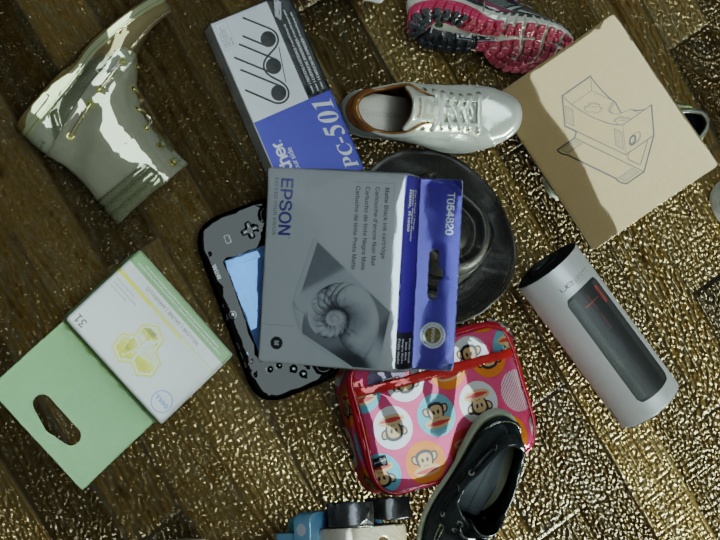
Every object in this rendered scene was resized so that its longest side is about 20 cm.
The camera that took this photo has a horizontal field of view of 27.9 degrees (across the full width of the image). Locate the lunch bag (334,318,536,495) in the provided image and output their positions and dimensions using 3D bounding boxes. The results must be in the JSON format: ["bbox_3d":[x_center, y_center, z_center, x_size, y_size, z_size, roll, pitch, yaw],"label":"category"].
[{"bbox_3d":[0.076,0.133,1.534,0.198,0.082,0.178,-14,87,-18],"label":"lunch bag"}]

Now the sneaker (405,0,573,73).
[{"bbox_3d":[0.144,-0.276,1.577,0.198,0.081,0.075,14,53,-23],"label":"sneaker"}]

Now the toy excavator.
[{"bbox_3d":[-0.069,0.288,1.472,0.194,0.199,0.101,7,76,-52],"label":"toy excavator"}]

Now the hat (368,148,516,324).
[{"bbox_3d":[0.080,-0.048,1.518,0.198,0.081,0.203,3,70,-8],"label":"hat"}]

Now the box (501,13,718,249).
[{"bbox_3d":[0.264,-0.151,1.574,0.163,0.021,0.201,-34,86,6],"label":"box"}]

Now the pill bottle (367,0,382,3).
[{"bbox_3d":[-0.063,-0.344,1.487,0.198,0.116,0.117,13,83,-9],"label":"pill bottle"}]

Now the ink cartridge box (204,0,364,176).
[{"bbox_3d":[-0.080,-0.179,1.519,0.093,0.044,0.202,-24,94,-14],"label":"ink cartridge box"}]

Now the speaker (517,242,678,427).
[{"bbox_3d":[0.259,0.070,1.588,0.081,0.081,0.201,-39,97,-15],"label":"speaker"}]

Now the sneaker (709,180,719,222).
[{"bbox_3d":[0.492,-0.028,1.644,0.200,0.115,0.074,45,75,-11],"label":"sneaker"}]

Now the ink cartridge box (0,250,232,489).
[{"bbox_3d":[-0.249,0.100,1.454,0.200,0.048,0.146,-44,100,-16],"label":"ink cartridge box"}]

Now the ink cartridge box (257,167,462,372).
[{"bbox_3d":[0.000,0.000,1.459,0.198,0.041,0.202,2,91,6],"label":"ink cartridge box"}]

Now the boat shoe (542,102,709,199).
[{"bbox_3d":[0.297,-0.135,1.618,0.200,0.060,0.073,-23,95,-15],"label":"boat shoe"}]

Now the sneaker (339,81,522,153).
[{"bbox_3d":[0.080,-0.161,1.531,0.198,0.085,0.074,-2,92,-8],"label":"sneaker"}]

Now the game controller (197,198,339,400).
[{"bbox_3d":[-0.094,0.030,1.505,0.103,0.042,0.202,-21,93,-16],"label":"game controller"}]

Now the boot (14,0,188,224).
[{"bbox_3d":[-0.227,-0.164,1.462,0.155,0.072,0.200,44,82,-9],"label":"boot"}]

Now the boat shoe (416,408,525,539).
[{"bbox_3d":[0.118,0.243,1.476,0.074,0.066,0.201,19,105,-29],"label":"boat shoe"}]
